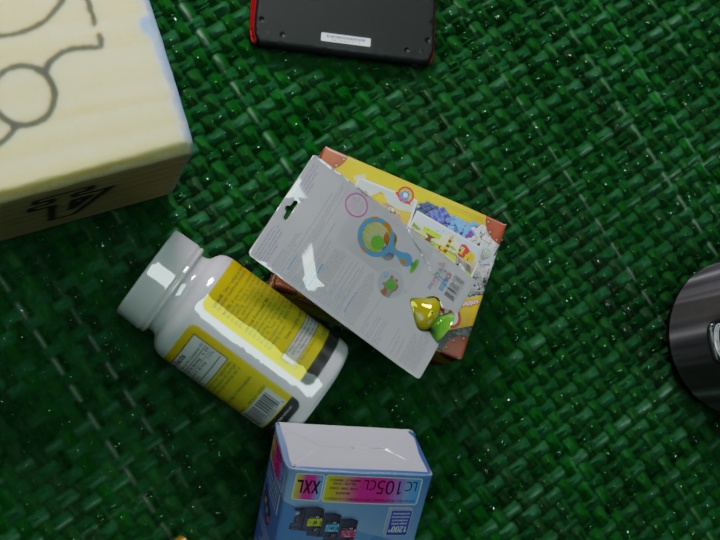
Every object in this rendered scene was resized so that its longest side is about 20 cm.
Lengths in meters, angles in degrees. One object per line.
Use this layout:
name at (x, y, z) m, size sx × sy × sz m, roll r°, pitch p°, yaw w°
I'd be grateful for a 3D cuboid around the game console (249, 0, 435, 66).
game console at (-0.015, -0.310, 1.269) m, size 0.199 × 0.031 × 0.178 m, roll 4°, pitch 85°, yaw -14°

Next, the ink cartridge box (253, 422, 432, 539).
ink cartridge box at (-0.025, 0.246, 1.117) m, size 0.136 × 0.076 × 0.201 m, roll 5°, pitch 118°, yaw -15°

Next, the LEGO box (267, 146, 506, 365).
LEGO box at (0.024, -0.011, 1.202) m, size 0.199 × 0.077 × 0.149 m, roll 22°, pitch 77°, yaw -11°

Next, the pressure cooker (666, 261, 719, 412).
pressure cooker at (0.429, 0.062, 1.234) m, size 0.178 × 0.200 × 0.176 m, roll 38°, pitch 73°, yaw -7°

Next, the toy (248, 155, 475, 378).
toy at (0.000, 0.000, 1.129) m, size 0.200 × 0.047 × 0.115 m, roll 36°, pitch 71°, yaw -11°

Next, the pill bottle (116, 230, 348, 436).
pill bottle at (-0.121, 0.059, 1.134) m, size 0.200 × 0.114 × 0.114 m, roll 37°, pitch 74°, yaw -7°

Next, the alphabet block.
alphabet block at (-0.280, -0.149, 1.082) m, size 0.199 × 0.196 × 0.196 m, roll -16°, pitch 84°, yaw -17°

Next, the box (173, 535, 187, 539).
box at (-0.174, 0.362, 1.109) m, size 0.119 × 0.041 × 0.201 m, roll -25°, pitch 86°, yaw -17°
